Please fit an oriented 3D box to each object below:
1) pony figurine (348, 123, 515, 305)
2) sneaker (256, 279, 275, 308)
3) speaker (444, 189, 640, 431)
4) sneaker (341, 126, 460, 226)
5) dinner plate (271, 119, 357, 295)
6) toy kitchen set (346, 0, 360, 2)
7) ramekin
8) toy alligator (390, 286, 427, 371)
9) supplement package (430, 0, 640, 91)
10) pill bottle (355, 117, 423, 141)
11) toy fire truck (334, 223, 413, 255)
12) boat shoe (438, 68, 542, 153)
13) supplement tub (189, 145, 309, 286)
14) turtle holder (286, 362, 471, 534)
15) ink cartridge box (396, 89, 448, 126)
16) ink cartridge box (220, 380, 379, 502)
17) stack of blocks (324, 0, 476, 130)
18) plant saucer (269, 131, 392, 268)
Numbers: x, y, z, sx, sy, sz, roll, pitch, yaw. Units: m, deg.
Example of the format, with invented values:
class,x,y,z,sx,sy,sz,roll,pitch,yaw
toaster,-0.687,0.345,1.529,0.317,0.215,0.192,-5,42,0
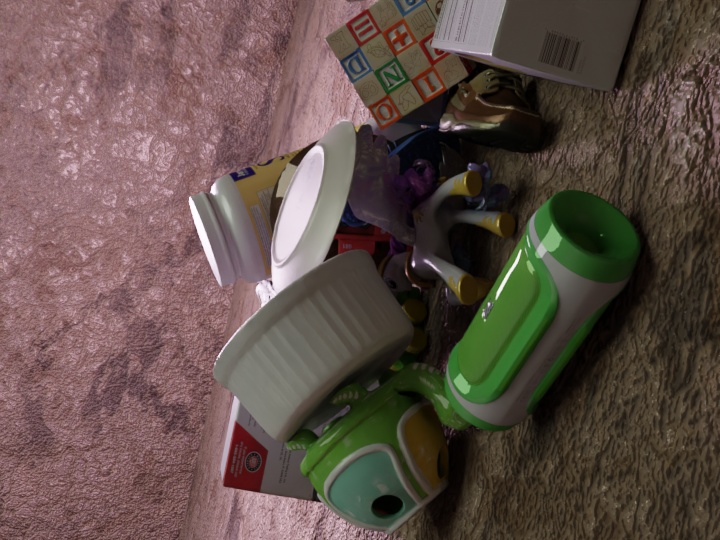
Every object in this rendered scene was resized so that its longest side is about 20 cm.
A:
class,x,y,z,sx,sy,sz,roll,pitch,yaw
pony figurine,0.070,-0.050,0.979,0.199,0.164,0.196,-3,83,60
sneaker,-0.103,0.061,1.262,0.200,0.073,0.090,176,107,-75
speaker,0.133,0.037,0.732,0.089,0.087,0.201,-92,20,-45
sneaker,0.025,-0.114,1.083,0.077,0.199,0.071,18,129,46
dinner plate,-0.056,-0.064,0.991,0.201,0.024,0.202,-53,25,39
toy kitchen set,0.045,-0.386,1.094,0.201,0.178,0.165,63,-152,-57
ramekin,-0.040,0.081,0.955,0.098,0.199,0.201,49,145,14
toy alligator,0.045,0.053,1.139,0.060,0.053,0.202,120,158,-50
supplement package,0.148,-0.230,0.832,0.200,0.112,0.111,-122,47,-73
pill bottle,0.021,-0.146,1.288,0.200,0.108,0.111,-173,95,-76
toy fire truck,0.000,0.000,1.117,0.049,0.197,0.143,-21,-66,-75
boat shoe,0.128,-0.163,0.946,0.200,0.075,0.075,-138,64,-73
supplement tub,-0.111,-0.071,1.253,0.145,0.198,0.147,160,90,-77
turtle holder,0.034,0.173,0.951,0.185,0.132,0.141,-39,-15,-2
ink cartridge box,0.072,-0.256,1.156,0.200,0.075,0.139,-82,0,-75
ink cartridge box,-0.055,0.192,1.130,0.084,0.197,0.147,-174,96,-80
stack of blocks,0.077,-0.252,1.002,0.199,0.116,0.059,-30,11,22
plant saucer,-0.012,-0.068,1.168,0.035,0.197,0.203,-112,36,-60
